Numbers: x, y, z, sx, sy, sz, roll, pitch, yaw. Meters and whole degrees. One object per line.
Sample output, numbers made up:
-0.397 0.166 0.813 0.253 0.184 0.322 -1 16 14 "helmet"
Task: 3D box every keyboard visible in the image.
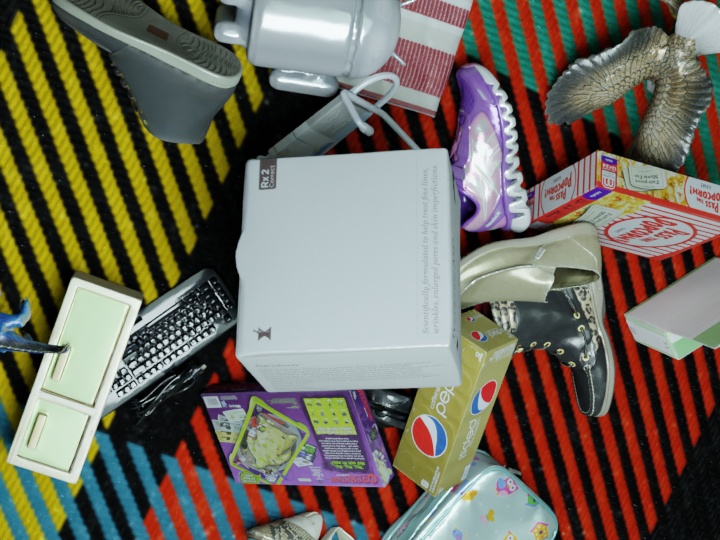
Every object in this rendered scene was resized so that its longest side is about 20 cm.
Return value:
-0.212 0.092 1.441 0.200 0.040 0.104 -36 112 -8 "keyboard"

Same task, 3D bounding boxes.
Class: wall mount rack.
-0.014 -0.115 1.423 0.200 0.075 0.174 -36 156 18 "wall mount rack"

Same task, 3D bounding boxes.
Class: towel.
0.048 -0.279 1.454 0.144 0.023 0.200 14 99 -24 "towel"

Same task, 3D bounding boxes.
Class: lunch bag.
0.126 0.315 1.606 0.160 0.077 0.200 43 86 -23 "lunch bag"

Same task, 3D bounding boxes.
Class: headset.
0.035 0.127 1.509 0.200 0.094 0.124 -12 115 -32 "headset"

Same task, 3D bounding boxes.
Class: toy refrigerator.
-0.291 0.108 1.384 0.076 0.070 0.200 20 93 -9 "toy refrigerator"

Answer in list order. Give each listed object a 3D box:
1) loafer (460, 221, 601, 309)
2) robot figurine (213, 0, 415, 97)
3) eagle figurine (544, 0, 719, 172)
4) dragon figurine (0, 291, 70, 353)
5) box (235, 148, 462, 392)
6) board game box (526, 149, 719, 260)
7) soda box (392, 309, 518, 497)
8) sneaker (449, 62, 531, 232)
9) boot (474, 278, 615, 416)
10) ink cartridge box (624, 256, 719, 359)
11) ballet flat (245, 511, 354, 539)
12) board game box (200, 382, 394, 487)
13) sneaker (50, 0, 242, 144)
0.183 0.004 1.500 0.200 0.068 0.076 -19 152 -11 "loafer"
-0.046 -0.255 1.360 0.200 0.113 0.170 8 125 -8 "robot figurine"
0.328 -0.212 1.523 0.200 0.152 0.151 -51 135 -8 "eagle figurine"
-0.374 0.061 1.318 0.099 0.200 0.059 -28 137 -42 "dragon figurine"
-0.006 0.003 1.285 0.200 0.131 0.199 -3 70 10 "box"
0.307 -0.070 1.534 0.200 0.151 0.046 12 70 -23 "board game box"
0.103 0.147 1.501 0.064 0.068 0.200 -18 133 -48 "soda box"
0.127 -0.127 1.496 0.088 0.080 0.200 -16 110 -8 "sneaker"
0.215 0.085 1.582 0.150 0.073 0.200 -11 104 -19 "boot"
0.420 0.051 1.582 0.145 0.200 0.048 -30 110 -12 "ink cartridge box"
-0.049 0.323 1.557 0.200 0.068 0.075 42 65 -30 "ballet flat"
-0.069 0.175 1.445 0.032 0.200 0.120 -39 118 -51 "board game box"
-0.227 -0.201 1.343 0.200 0.075 0.106 28 126 -6 "sneaker"
